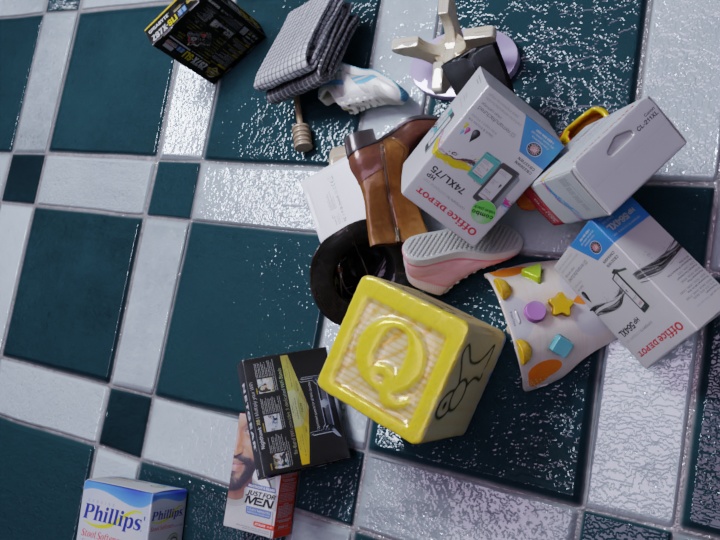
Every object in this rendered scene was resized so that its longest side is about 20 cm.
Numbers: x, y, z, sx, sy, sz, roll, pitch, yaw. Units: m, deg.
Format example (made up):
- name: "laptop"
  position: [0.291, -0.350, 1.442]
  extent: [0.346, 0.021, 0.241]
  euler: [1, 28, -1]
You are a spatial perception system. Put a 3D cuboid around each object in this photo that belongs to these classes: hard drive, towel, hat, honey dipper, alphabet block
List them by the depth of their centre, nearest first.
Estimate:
- name: "alphabet block"
  position: [0.086, 0.139, 1.122]
  extent: [0.195, 0.200, 0.197]
  euler: [24, 92, 28]
- name: "hat"
  position: [0.000, 0.000, 1.256]
  extent: [0.202, 0.200, 0.081]
  euler: [-65, 19, 2]
- name: "hard drive"
  position: [-0.004, -0.145, 1.288]
  extent: [0.199, 0.027, 0.133]
  euler: [-25, 74, 23]
- name: "towel"
  position: [-0.100, -0.420, 1.355]
  extent: [0.165, 0.085, 0.201]
  euler: [-8, 53, 47]
- name: "honey dipper"
  position: [-0.125, -0.332, 1.419]
  extent: [0.038, 0.038, 0.202]
  euler: [-17, 71, 23]

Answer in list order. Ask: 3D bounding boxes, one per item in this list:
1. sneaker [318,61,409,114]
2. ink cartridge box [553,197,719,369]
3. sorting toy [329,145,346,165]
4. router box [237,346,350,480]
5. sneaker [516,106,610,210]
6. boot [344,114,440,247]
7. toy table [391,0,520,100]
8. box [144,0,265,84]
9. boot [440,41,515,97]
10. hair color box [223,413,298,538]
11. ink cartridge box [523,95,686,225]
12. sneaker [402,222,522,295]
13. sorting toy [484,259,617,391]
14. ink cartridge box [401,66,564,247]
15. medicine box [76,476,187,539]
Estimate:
- name: "sneaker"
  position: [0.006, -0.329, 1.331]
  extent: [0.199, 0.076, 0.081]
  euler: [24, 89, 38]
- name: "ink cartridge box"
  position: [0.389, 0.018, 1.004]
  extent: [0.084, 0.146, 0.200]
  euler: [-31, 70, -22]
- name: "sorting toy"
  position: [0.021, -0.146, 1.307]
  extent: [0.184, 0.036, 0.202]
  euler: [-4, 78, 27]
- name: "router box"
  position: [-0.117, 0.244, 1.238]
  extent: [0.052, 0.156, 0.201]
  euler: [133, 127, -60]
- name: "sneaker"
  position: [0.316, -0.182, 1.141]
  extent: [0.073, 0.077, 0.200]
  euler: [45, 103, 25]
- name: "boot"
  position: [0.082, -0.150, 1.197]
  extent: [0.187, 0.069, 0.201]
  euler: [-14, 78, -13]
- name: "toy table"
  position: [0.162, -0.378, 1.235]
  extent: [0.199, 0.117, 0.185]
  euler: [-11, 75, 26]
- name: "box"
  position: [-0.309, -0.480, 1.447]
  extent: [0.159, 0.200, 0.050]
  euler: [-36, 68, 17]
- name: "boot"
  position: [0.179, -0.248, 1.165]
  extent: [0.164, 0.201, 0.066]
  euler: [-23, 26, 12]
- name: "hair color box"
  position: [-0.174, 0.366, 1.292]
  extent: [0.110, 0.064, 0.202]
  euler: [3, 80, 28]
- name: "ink cartridge box"
  position: [0.328, -0.143, 0.992]
  extent: [0.146, 0.200, 0.083]
  euler: [-42, 94, -3]
- name: "sneaker"
  position: [0.167, -0.018, 1.195]
  extent: [0.199, 0.105, 0.076]
  euler: [-8, 51, -4]
- name: "sorting toy"
  position: [0.307, 0.059, 1.103]
  extent: [0.179, 0.107, 0.201]
  euler: [-18, 72, 3]
- name: "ink cartridge box"
  position: [0.178, -0.173, 1.089]
  extent: [0.146, 0.146, 0.200]
  euler: [34, 114, -11]
- name: "medicine box"
  position: [-0.446, 0.513, 1.379]
  extent: [0.181, 0.103, 0.202]
  euler: [1, 81, 27]
